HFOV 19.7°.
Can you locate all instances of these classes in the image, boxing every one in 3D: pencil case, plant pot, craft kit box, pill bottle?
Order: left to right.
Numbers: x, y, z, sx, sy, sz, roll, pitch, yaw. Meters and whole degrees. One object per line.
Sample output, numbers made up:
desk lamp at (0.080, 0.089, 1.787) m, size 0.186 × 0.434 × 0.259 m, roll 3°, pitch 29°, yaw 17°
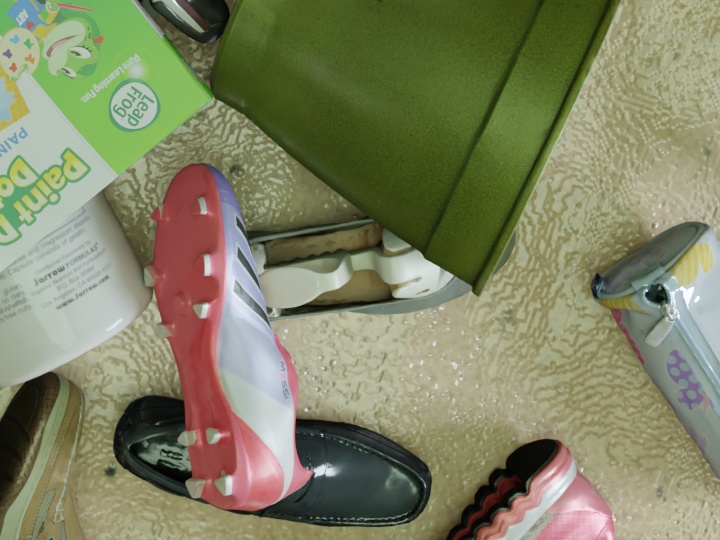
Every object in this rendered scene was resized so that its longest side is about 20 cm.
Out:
craft kit box at (-0.215, -0.107, 1.105) m, size 0.200 × 0.049 × 0.198 m, roll -39°, pitch 99°, yaw 2°
pill bottle at (-0.212, -0.045, 1.192) m, size 0.114 × 0.114 × 0.201 m, roll -27°, pitch 102°, yaw 0°
plant pot at (0.024, -0.117, 1.174) m, size 0.192 × 0.200 × 0.202 m, roll 25°, pitch 98°, yaw 2°
pencil case at (0.225, 0.067, 1.265) m, size 0.083 × 0.091 × 0.201 m, roll -34°, pitch 103°, yaw 2°

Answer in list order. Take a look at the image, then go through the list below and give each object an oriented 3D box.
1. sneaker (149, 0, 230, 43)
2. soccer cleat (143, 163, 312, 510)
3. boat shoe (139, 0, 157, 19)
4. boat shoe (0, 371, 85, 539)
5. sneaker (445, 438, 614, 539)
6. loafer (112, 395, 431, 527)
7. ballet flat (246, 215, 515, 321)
sneaker at (-0.106, -0.225, 1.113) m, size 0.115 × 0.076 × 0.200 m, roll -38°, pitch 117°, yaw 4°
soccer cleat at (-0.073, 0.038, 1.196) m, size 0.076 × 0.066 × 0.202 m, roll -7°, pitch 89°, yaw -45°
boat shoe at (-0.117, -0.237, 1.187) m, size 0.061 × 0.075 × 0.201 m, roll 18°, pitch 108°, yaw -19°
boat shoe at (-0.199, 0.158, 1.263) m, size 0.076 × 0.072 × 0.201 m, roll 17°, pitch 106°, yaw -23°
sneaker at (0.079, 0.202, 1.286) m, size 0.087 × 0.074 × 0.200 m, roll 43°, pitch 94°, yaw -13°
loafer at (-0.053, 0.123, 1.260) m, size 0.199 × 0.070 × 0.069 m, roll 12°, pitch 100°, yaw -7°
ballet flat at (0.000, 0.000, 1.245) m, size 0.198 × 0.064 × 0.068 m, roll -9°, pitch 101°, yaw -4°
